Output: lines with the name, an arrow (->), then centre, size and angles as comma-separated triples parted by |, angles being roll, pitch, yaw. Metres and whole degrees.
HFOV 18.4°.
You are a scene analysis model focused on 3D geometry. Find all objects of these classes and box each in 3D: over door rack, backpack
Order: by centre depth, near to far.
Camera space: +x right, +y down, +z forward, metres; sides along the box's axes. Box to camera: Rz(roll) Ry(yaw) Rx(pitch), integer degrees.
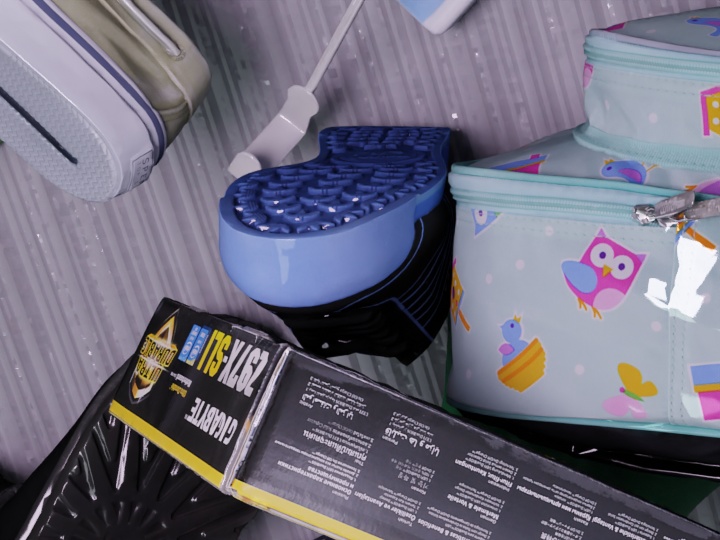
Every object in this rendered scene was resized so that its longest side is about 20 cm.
backpack -> 0.125, -0.008, 0.704 | 0.200, 0.176, 0.153 | -4, 96, 24
over door rack -> -0.041, -0.146, 0.757 | 0.148, 0.067, 0.200 | 41, 136, 4

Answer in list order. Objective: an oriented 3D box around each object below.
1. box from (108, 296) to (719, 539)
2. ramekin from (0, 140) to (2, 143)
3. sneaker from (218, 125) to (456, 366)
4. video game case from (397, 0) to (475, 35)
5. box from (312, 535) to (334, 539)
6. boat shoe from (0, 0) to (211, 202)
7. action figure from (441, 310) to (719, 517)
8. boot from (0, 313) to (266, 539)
box -> 0.032, 0.072, 0.697 | 0.200, 0.160, 0.049 | 25, 88, -18
ramekin -> -0.229, -0.109, 0.862 | 0.200, 0.098, 0.200 | 10, 118, 20
sneaker -> 0.000, 0.000, 0.747 | 0.070, 0.200, 0.078 | 1, 101, 12
video game case -> 0.023, -0.208, 0.745 | 0.182, 0.023, 0.200 | 44, 123, 0
box -> -0.010, 0.196, 0.869 | 0.148, 0.107, 0.200 | 49, 143, -3
boat shoe -> -0.137, -0.109, 0.761 | 0.200, 0.062, 0.072 | 47, 143, -6
action figure -> 0.058, 0.105, 0.860 | 0.118, 0.055, 0.200 | 30, 130, 8
boot -> -0.129, 0.096, 0.923 | 0.079, 0.211, 0.158 | 42, 171, -27
